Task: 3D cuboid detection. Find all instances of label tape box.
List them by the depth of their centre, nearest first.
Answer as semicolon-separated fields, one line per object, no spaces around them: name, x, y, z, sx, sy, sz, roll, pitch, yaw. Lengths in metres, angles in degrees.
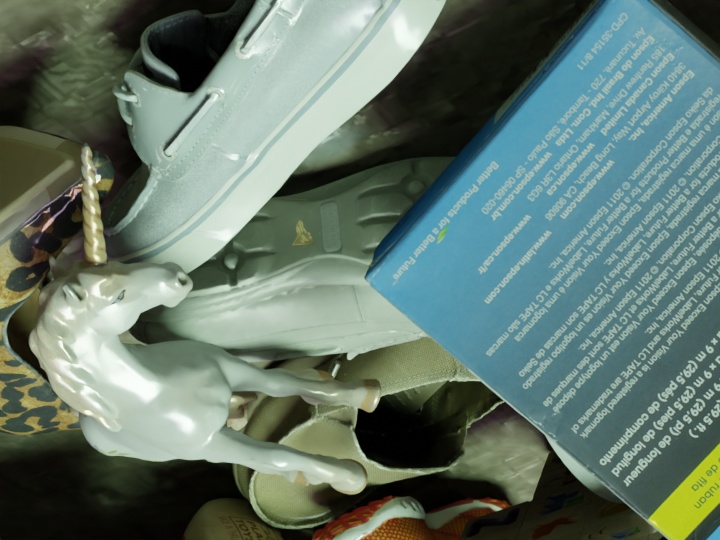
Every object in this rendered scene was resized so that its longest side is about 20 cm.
label tape box;0.124;0.009;0.770;0.200;0.063;0.144;41;103;-3

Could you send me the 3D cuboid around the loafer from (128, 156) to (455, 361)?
loafer;0.000;0.000;0.855;0.200;0.070;0.070;-5;149;7

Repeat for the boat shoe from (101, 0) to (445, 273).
boat shoe;-0.049;-0.069;0.761;0.071;0.070;0.201;34;131;-17

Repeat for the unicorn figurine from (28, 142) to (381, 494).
unicorn figurine;-0.065;0.043;0.782;0.137;0.074;0.200;14;154;-16

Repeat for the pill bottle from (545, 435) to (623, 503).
pill bottle;0.171;0.017;0.870;0.200;0.113;0.113;-33;137;30

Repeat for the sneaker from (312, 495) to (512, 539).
sneaker;0.035;0.153;1.018;0.073;0.077;0.200;-27;166;21

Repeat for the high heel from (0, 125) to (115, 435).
high heel;-0.118;0.009;0.828;0.142;0.072;0.200;29;145;-33

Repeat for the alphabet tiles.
alphabet tiles;0.119;0.101;0.938;0.167;0.200;0.008;-21;99;16

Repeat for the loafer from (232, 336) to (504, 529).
loafer;0.004;0.066;0.937;0.076;0.068;0.200;13;138;-26

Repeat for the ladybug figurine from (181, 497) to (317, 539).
ladybug figurine;-0.025;0.182;1.025;0.072;0.136;0.200;-47;127;8
